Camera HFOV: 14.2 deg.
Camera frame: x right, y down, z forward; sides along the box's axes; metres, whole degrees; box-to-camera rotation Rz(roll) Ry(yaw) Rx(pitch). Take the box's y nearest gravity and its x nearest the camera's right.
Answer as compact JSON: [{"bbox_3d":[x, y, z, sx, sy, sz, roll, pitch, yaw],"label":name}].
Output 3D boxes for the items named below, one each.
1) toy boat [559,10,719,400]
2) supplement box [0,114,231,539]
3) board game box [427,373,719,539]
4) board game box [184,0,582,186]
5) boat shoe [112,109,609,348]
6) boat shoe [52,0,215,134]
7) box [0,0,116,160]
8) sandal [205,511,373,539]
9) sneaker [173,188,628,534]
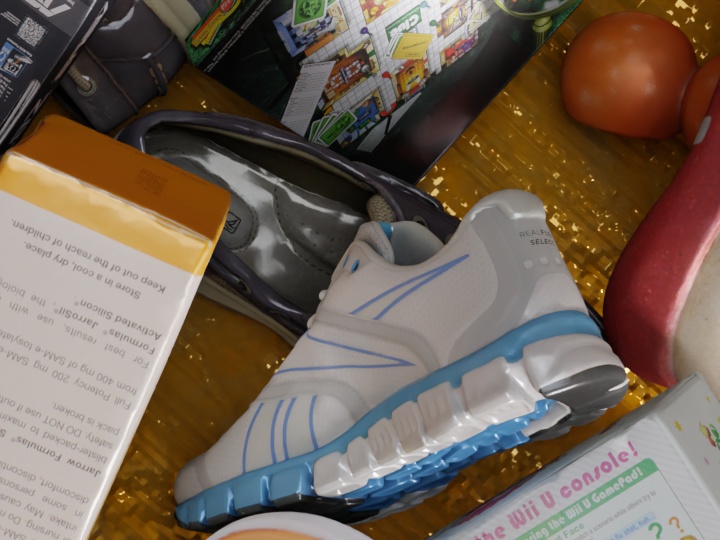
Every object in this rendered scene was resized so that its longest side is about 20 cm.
[{"bbox_3d":[0.131,-0.055,1.031,0.131,0.131,0.200,17,78,25],"label":"toy boat"},{"bbox_3d":[-0.115,0.057,0.934,0.073,0.126,0.200,24,97,-4],"label":"supplement box"},{"bbox_3d":[0.103,0.159,0.970,0.148,0.064,0.200,-34,88,25],"label":"board game box"},{"bbox_3d":[0.041,-0.123,0.995,0.105,0.023,0.200,33,108,-32],"label":"board game box"},{"bbox_3d":[0.000,0.000,1.017,0.200,0.065,0.072,28,79,-4],"label":"boat shoe"},{"bbox_3d":[-0.144,-0.123,1.009,0.200,0.074,0.073,37,78,-1],"label":"boat shoe"},{"bbox_3d":[-0.202,-0.093,0.973,0.200,0.049,0.161,35,107,-2],"label":"box"},{"bbox_3d":[0.014,0.167,0.934,0.079,0.059,0.207,-44,83,26],"label":"sandal"},{"bbox_3d":[0.005,0.032,0.965,0.075,0.200,0.087,2,68,-44],"label":"sneaker"}]
